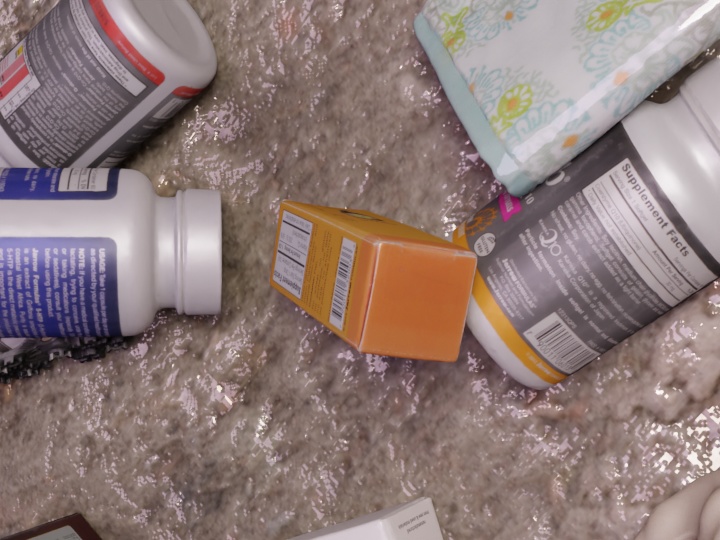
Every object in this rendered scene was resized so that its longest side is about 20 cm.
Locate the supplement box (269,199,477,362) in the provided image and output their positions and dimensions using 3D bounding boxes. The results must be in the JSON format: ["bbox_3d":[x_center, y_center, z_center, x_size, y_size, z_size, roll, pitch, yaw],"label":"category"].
[{"bbox_3d":[0.000,0.000,0.683,0.200,0.066,0.070,-146,65,-68],"label":"supplement box"}]

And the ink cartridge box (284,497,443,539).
[{"bbox_3d":[0.003,0.276,0.734,0.144,0.084,0.203,-22,81,24],"label":"ink cartridge box"}]

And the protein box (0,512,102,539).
[{"bbox_3d":[-0.247,0.337,0.826,0.200,0.135,0.199,43,107,19],"label":"protein box"}]

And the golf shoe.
[{"bbox_3d":[-0.276,0.038,0.879,0.197,0.078,0.096,-15,79,15],"label":"golf shoe"}]

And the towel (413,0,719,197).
[{"bbox_3d":[0.120,-0.158,0.648,0.171,0.048,0.201,-42,40,20],"label":"towel"}]

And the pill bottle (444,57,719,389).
[{"bbox_3d":[0.154,-0.027,0.643,0.199,0.116,0.117,-37,75,20],"label":"pill bottle"}]

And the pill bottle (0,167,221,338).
[{"bbox_3d":[-0.199,-0.013,0.775,0.197,0.120,0.122,0,90,-8],"label":"pill bottle"}]

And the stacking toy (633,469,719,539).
[{"bbox_3d":[0.244,0.224,0.614,0.199,0.146,0.147,38,106,2],"label":"stacking toy"}]

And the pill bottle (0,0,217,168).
[{"bbox_3d":[-0.214,-0.132,0.821,0.199,0.116,0.117,-36,76,21],"label":"pill bottle"}]
